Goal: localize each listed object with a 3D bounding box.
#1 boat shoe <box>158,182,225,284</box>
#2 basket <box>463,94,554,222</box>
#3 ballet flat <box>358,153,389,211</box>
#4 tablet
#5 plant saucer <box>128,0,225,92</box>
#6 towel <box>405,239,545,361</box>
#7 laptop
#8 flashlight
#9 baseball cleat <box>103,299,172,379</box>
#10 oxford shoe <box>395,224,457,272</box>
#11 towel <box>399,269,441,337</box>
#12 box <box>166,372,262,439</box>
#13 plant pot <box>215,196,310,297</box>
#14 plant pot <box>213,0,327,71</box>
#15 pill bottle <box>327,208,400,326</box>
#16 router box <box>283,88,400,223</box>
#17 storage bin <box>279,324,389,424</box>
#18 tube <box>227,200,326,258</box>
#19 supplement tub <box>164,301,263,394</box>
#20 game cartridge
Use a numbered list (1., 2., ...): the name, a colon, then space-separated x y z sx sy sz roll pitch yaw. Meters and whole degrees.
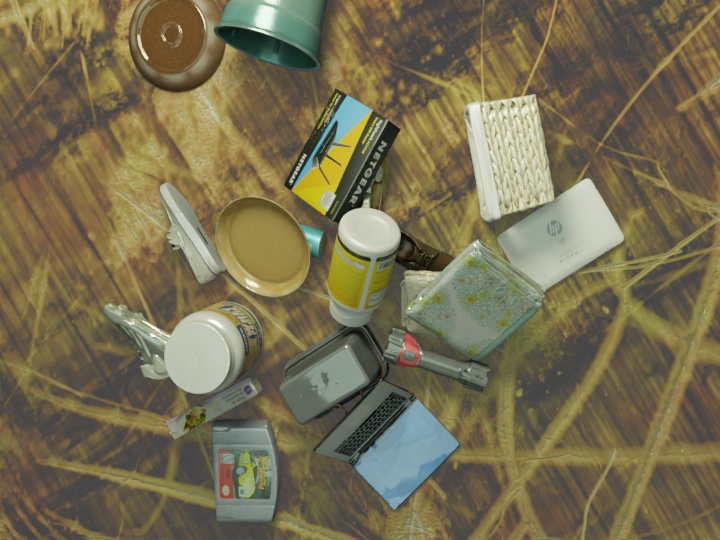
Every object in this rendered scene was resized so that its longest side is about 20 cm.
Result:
1. boat shoe: -0.336 -0.067 1.582 0.069 0.071 0.202 -31 95 10
2. basket: 0.258 -0.196 1.450 0.120 0.136 0.206 -10 93 5
3. ballet flat: 0.014 -0.145 1.523 0.069 0.071 0.206 8 96 7
4. tablet: 0.362 -0.059 1.506 0.198 0.014 0.132 -33 90 9
5. plant saucer: -0.352 -0.442 1.565 0.195 0.037 0.206 1 95 9
6. towel: 0.201 0.056 1.448 0.170 0.049 0.200 35 123 -15
7. laptop: 0.051 0.326 1.538 0.188 0.199 0.116 -46 54 9
8. flashlight: 0.140 0.167 1.536 0.195 0.068 0.069 18 59 2
9. baseball cleat: -0.424 0.145 1.611 0.197 0.070 0.108 27 98 6
10. oxford shoe: 0.112 -0.015 1.512 0.197 0.084 0.074 28 97 3
11. towel: 0.168 0.061 1.502 0.194 0.035 0.135 1 128 7
12. box: -0.285 0.264 1.616 0.197 0.041 0.039 -29 91 9
13. plant pot: -0.178 -0.047 1.546 0.195 0.028 0.205 11 120 19
14. plant pot: -0.137 -0.483 1.460 0.195 0.200 0.201 17 90 6
15. pill bottle: 0.000 0.000 1.479 0.110 0.113 0.203 20 131 6
16. router box: -0.035 -0.204 1.498 0.148 0.051 0.203 35 100 36
17. storage bin: -0.052 0.206 1.529 0.197 0.134 0.148 -31 90 11
18. tube: -0.162 -0.070 1.567 0.195 0.050 0.079 14 102 11
19. supplement tub: -0.267 0.141 1.521 0.141 0.200 0.149 1 96 8
20. game cartridge: -0.221 0.393 1.621 0.129 0.041 0.206 -2 95 4
